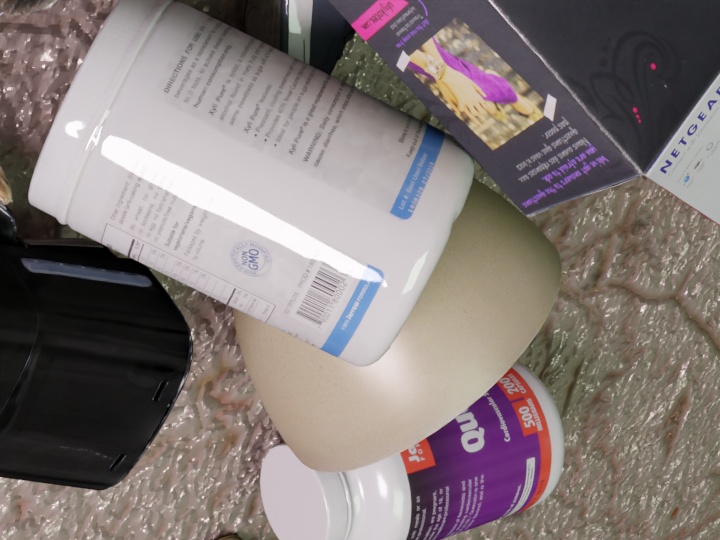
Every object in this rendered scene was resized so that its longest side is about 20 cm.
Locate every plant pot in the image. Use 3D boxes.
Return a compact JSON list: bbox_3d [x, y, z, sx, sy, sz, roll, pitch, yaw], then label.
[{"bbox_3d":[0.000,0.000,1.172,0.200,0.200,0.135,-42,111,-8],"label":"plant pot"}]

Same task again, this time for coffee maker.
[{"bbox_3d":[-0.195,0.054,1.007,0.200,0.192,0.135,11,142,-45],"label":"coffee maker"}]

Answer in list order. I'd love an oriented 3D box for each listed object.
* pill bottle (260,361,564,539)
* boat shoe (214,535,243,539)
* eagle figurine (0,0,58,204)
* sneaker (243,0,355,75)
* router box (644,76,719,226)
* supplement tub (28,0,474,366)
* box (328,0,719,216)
[{"bbox_3d":[0.035,0.131,1.350,0.200,0.112,0.113,-14,131,-36],"label":"pill bottle"},{"bbox_3d":[-0.078,0.273,1.399,0.072,0.068,0.200,-31,139,-20],"label":"boat shoe"},{"bbox_3d":[-0.151,-0.161,0.924,0.200,0.151,0.152,-41,123,8],"label":"eagle figurine"},{"bbox_3d":[0.014,-0.163,1.090,0.146,0.077,0.203,-6,126,-21],"label":"sneaker"},{"bbox_3d":[0.287,-0.131,1.418,0.179,0.049,0.200,24,104,-50],"label":"router box"},{"bbox_3d":[-0.054,-0.047,1.024,0.132,0.200,0.132,-63,-177,6],"label":"supplement tub"},{"bbox_3d":[0.077,-0.144,0.974,0.200,0.106,0.122,46,62,-14],"label":"box"}]
